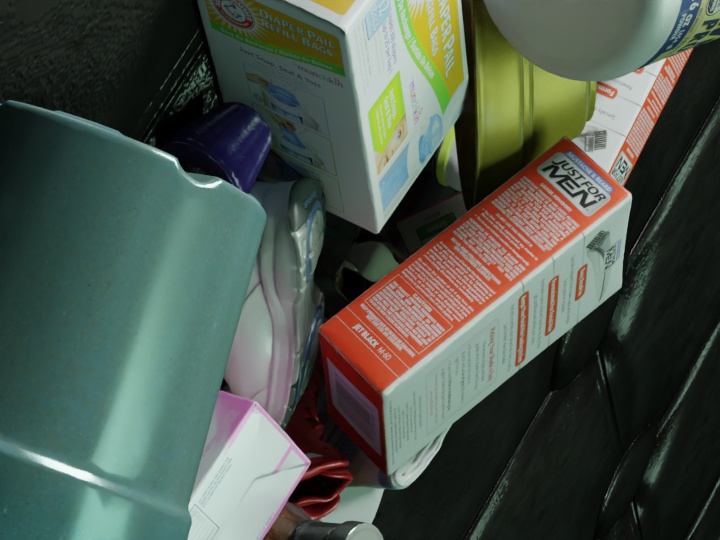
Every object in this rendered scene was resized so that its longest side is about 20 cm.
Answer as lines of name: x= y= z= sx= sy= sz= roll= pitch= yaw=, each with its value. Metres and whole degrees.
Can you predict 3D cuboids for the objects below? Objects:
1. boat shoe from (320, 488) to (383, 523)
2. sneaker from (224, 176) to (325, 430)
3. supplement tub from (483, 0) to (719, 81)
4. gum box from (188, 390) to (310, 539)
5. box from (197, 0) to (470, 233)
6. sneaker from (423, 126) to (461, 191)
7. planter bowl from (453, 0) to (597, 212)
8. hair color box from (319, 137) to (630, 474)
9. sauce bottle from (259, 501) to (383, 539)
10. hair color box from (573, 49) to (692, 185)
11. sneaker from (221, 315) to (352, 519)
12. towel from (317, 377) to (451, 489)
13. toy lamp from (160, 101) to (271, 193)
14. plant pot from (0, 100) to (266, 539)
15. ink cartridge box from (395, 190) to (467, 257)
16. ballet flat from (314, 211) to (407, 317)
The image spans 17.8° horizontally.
boat shoe: x=-0.002 y=0.121 z=1.685 sx=0.064 sy=0.071 sz=0.200 roll=-37 pitch=-162 yaw=52
sneaker: x=-0.067 y=0.019 z=1.362 sx=0.075 sy=0.087 sz=0.201 roll=-71 pitch=168 yaw=-48
supplement tub: x=0.179 y=-0.200 z=1.356 sx=0.200 sy=0.144 sz=0.145 roll=-23 pitch=137 yaw=-42
gum box: x=-0.133 y=0.159 z=1.300 sx=0.200 sy=0.113 sz=0.066 roll=-57 pitch=133 yaw=-20
box: x=-0.012 y=-0.132 z=1.288 sx=0.113 sy=0.101 sz=0.200 roll=-55 pitch=159 yaw=-22
sneaker: x=0.117 y=-0.134 z=1.632 sx=0.200 sy=0.083 sz=0.072 roll=-62 pitch=160 yaw=-6
planter bowl: x=0.103 y=-0.137 z=1.451 sx=0.200 sy=0.083 sz=0.201 roll=177 pitch=-90 yaw=-88
hair color box: x=0.070 y=0.022 z=1.400 sx=0.200 sy=0.064 sz=0.111 roll=-36 pitch=154 yaw=-18
sauce bottle: x=-0.073 y=0.164 z=1.353 sx=0.066 sy=0.200 sz=0.066 roll=-2 pitch=93 yaw=-49
hair color box: x=0.182 y=-0.166 z=1.715 sx=0.200 sy=0.111 sz=0.064 roll=-62 pitch=160 yaw=-4
sneaker: x=-0.040 y=0.105 z=1.483 sx=0.200 sy=0.115 sz=0.079 roll=-43 pitch=151 yaw=-45
towel: x=0.009 y=0.087 z=1.527 sx=0.024 sy=0.200 sz=0.147 roll=45 pitch=64 yaw=-22
toy lamp: x=-0.116 y=-0.015 z=1.238 sx=0.200 sy=0.058 sz=0.058 roll=-53 pitch=157 yaw=-30
plant pot: x=-0.145 y=0.037 z=1.063 sx=0.200 sy=0.200 sz=0.197 roll=38 pitch=71 yaw=-70
ink cartridge box: x=0.085 y=-0.027 z=1.564 sx=0.109 sy=0.050 sz=0.200 roll=-25 pitch=163 yaw=3
ballet flat: x=0.000 y=0.000 z=1.525 sx=0.200 sy=0.063 sz=0.068 roll=36 pitch=69 yaw=-69
